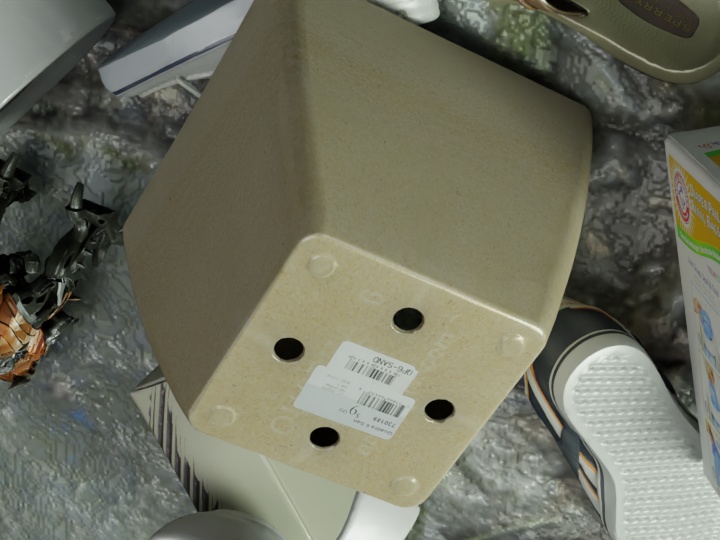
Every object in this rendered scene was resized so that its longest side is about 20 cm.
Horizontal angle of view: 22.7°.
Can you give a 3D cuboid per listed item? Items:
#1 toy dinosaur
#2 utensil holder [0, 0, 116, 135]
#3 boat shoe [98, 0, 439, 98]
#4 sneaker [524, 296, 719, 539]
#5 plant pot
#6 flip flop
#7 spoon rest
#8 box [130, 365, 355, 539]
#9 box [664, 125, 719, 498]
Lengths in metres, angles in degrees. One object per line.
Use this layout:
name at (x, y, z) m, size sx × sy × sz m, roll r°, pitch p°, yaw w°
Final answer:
toy dinosaur at (-0.207, 0.011, 1.074) m, size 0.102 × 0.136 × 0.200 m, roll 31°, pitch 164°, yaw -11°
utensil holder at (-0.259, -0.165, 1.004) m, size 0.200 × 0.170 × 0.170 m, roll 47°, pitch 121°, yaw -7°
boat shoe at (-0.046, -0.120, 1.000) m, size 0.201 × 0.075 × 0.086 m, roll -21°, pitch 108°, yaw 18°
sneaker at (0.150, 0.091, 1.017) m, size 0.078 × 0.079 × 0.200 m, roll -31°, pitch 127°, yaw -4°
plant pot at (0.000, 0.000, 0.931) m, size 0.199 × 0.177 × 0.200 m, roll 23°, pitch 122°, yaw -19°
flip flop at (0.102, -0.157, 0.913) m, size 0.200 × 0.058 × 0.081 m, roll 30°, pitch 97°, yaw 4°
spoon rest at (-0.049, 0.164, 1.010) m, size 0.099 × 0.061 × 0.200 m, roll 36°, pitch 145°, yaw -21°
box at (-0.054, 0.133, 1.107) m, size 0.068 × 0.082 × 0.200 m, roll -22°, pitch 102°, yaw 29°
box at (0.230, 0.026, 0.915) m, size 0.112 × 0.101 × 0.201 m, roll -12°, pitch 110°, yaw -3°
